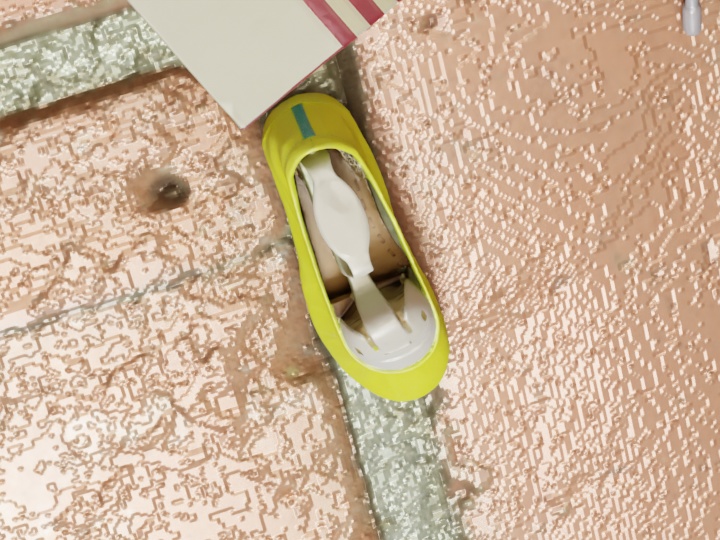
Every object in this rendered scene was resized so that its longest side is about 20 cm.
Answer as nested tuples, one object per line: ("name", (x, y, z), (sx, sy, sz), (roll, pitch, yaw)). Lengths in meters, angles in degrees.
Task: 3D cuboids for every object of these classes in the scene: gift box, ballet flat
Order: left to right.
("gift box", (-0.076, -0.192, 1.188), (0.200, 0.185, 0.187), (-41, 120, 0))
("ballet flat", (0.000, 0.000, 1.364), (0.067, 0.067, 0.200), (-24, 119, -3))

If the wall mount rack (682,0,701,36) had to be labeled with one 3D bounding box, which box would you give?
("wall mount rack", (0.228, -0.175, 1.301), (0.074, 0.200, 0.174), (-2, 119, -53))
